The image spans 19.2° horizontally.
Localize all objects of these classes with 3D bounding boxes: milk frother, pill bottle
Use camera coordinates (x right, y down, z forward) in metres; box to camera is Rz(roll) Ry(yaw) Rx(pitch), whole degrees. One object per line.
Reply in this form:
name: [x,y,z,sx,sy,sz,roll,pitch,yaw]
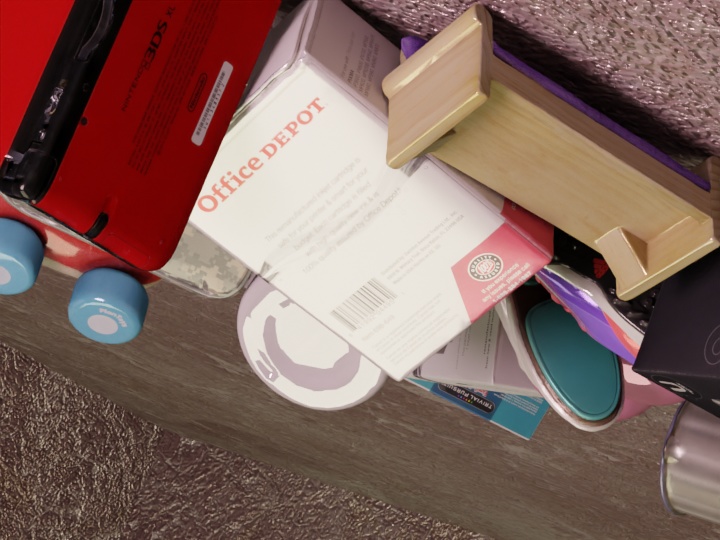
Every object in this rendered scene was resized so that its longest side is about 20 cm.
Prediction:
milk frother: [0.355,0.220,1.769,0.187,0.201,0.180,16,169,35]
pill bottle: [0.000,0.000,1.455,0.110,0.200,0.112,10,121,16]

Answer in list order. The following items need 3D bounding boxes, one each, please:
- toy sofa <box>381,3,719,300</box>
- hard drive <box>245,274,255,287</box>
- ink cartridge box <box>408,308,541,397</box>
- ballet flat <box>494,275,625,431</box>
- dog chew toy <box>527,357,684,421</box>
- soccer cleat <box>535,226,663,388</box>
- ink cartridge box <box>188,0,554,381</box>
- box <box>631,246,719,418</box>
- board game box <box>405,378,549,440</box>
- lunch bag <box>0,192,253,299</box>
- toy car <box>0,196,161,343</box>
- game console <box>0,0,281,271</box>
toy sofa: [0.113,-0.075,1.217,0.199,0.098,0.083,29,137,-28]
hard drive: [-0.070,0.007,1.926,0.200,0.026,0.132,36,-168,-50]
ink cartridge box: [0.116,0.054,1.667,0.144,0.084,0.200,10,176,-27]
ballet flat: [0.119,0.027,1.447,0.201,0.069,0.069,63,-177,20]
dog chew toy: [0.199,0.040,1.482,0.124,0.125,0.200,28,159,-26]
soccer cleat: [0.143,0.003,1.394,0.200,0.068,0.073,38,151,17]
ink cartridge box: [-0.002,-0.049,1.270,0.200,0.085,0.145,37,124,-21]
box: [0.271,0.029,1.252,0.106,0.123,0.200,27,167,-25]
board game box: [0.065,0.066,1.864,0.150,0.047,0.200,28,-173,-24]
lunch bag: [-0.123,-0.094,1.414,0.199,0.140,0.168,23,-151,-2]
toy car: [-0.189,-0.083,1.638,0.176,0.185,0.200,26,139,-16]
game console: [-0.159,-0.126,1.166,0.118,0.201,0.172,13,166,42]
